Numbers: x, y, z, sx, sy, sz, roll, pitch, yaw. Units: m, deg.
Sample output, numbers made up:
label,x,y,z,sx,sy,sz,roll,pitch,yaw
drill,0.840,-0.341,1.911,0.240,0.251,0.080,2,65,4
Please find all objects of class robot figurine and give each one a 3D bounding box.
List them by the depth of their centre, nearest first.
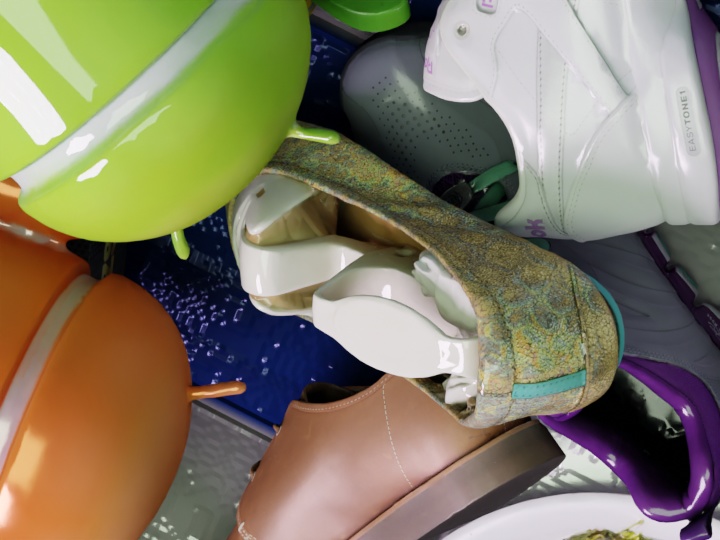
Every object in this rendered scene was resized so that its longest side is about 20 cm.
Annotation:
label,x,y,z,sx,sy,sz,roll,pitch,yaw
robot figurine,-0.098,-0.093,0.903,0.175,0.116,0.200,-33,106,37
robot figurine,-0.144,0.039,0.979,0.199,0.144,0.117,22,147,5

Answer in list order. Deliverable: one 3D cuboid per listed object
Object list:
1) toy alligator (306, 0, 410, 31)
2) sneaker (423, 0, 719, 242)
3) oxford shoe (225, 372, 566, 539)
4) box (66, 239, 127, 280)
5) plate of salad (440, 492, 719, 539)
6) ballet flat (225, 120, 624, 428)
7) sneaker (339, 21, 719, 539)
label,x,y,z,sx,sy,sz,roll,pitch,yaw
toy alligator,-0.072,-0.129,0.991,0.199,0.059,0.054,15,70,13
sneaker,0.058,-0.105,0.930,0.099,0.075,0.201,-13,91,15
oxford shoe,-0.014,0.082,1.038,0.200,0.071,0.071,-37,78,34
box,-0.165,-0.013,1.056,0.157,0.051,0.201,14,112,12
plate of salad,0.091,0.177,1.053,0.199,0.048,0.201,5,110,13
ballet flat,0.000,0.000,0.952,0.200,0.071,0.071,27,120,45
sneaker,0.065,0.001,0.975,0.200,0.088,0.074,46,114,-4
